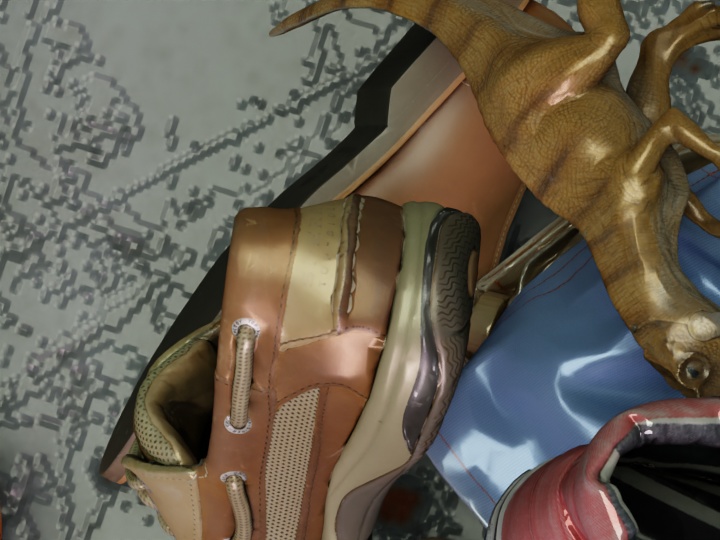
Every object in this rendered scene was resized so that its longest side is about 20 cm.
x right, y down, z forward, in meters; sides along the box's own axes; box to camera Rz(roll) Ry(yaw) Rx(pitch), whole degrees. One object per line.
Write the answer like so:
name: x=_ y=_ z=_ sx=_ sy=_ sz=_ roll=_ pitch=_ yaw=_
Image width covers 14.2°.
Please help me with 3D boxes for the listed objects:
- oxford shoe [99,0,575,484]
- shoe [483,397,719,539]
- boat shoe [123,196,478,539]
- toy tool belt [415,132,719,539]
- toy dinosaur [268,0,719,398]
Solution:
oxford shoe: x=0.000 y=0.000 z=0.881 sx=0.071 sy=0.071 sz=0.200 roll=43 pitch=93 yaw=-12
shoe: x=0.131 y=0.092 z=0.700 sx=0.200 sy=0.091 sz=0.072 roll=23 pitch=69 yaw=-5
boat shoe: x=-0.027 y=0.044 z=0.809 sx=0.074 sy=0.200 sz=0.076 roll=13 pitch=49 yaw=-9
toy tool belt: x=0.073 y=0.047 z=0.836 sx=0.200 sy=0.123 sz=0.125 roll=-42 pitch=80 yaw=0
toy dinosaur: x=0.054 y=-0.052 z=0.792 sx=0.106 sy=0.060 sz=0.200 roll=-40 pitch=56 yaw=2
